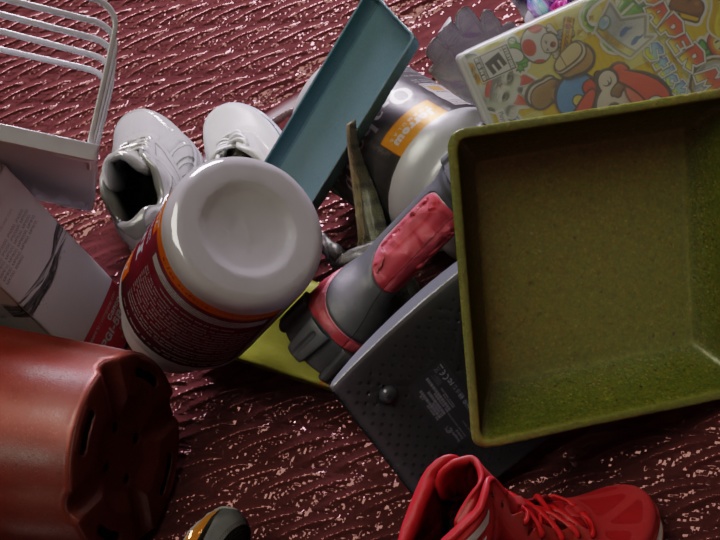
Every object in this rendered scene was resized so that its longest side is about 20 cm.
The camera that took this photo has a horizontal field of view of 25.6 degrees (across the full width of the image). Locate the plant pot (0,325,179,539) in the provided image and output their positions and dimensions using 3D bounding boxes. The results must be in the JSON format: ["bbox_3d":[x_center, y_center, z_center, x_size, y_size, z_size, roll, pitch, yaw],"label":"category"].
[{"bbox_3d":[-0.252,0.126,1.171,0.195,0.201,0.201,3,57,23],"label":"plant pot"}]

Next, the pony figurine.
[{"bbox_3d":[0.147,-0.179,1.164,0.166,0.193,0.200,-32,40,19],"label":"pony figurine"}]

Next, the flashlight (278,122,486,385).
[{"bbox_3d":[0.032,-0.009,1.072,0.200,0.068,0.068,-45,70,21],"label":"flashlight"}]

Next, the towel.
[{"bbox_3d":[-0.025,0.051,1.204,0.200,0.018,0.086,14,60,39],"label":"towel"}]

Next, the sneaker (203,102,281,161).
[{"bbox_3d":[-0.093,-0.087,1.314,0.073,0.071,0.200,-33,45,4],"label":"sneaker"}]

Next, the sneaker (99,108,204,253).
[{"bbox_3d":[-0.182,-0.083,1.346,0.078,0.099,0.200,-29,45,8],"label":"sneaker"}]

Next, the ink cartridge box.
[{"bbox_3d":[-0.295,0.004,1.275,0.147,0.200,0.083,4,57,33],"label":"ink cartridge box"}]

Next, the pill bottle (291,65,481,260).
[{"bbox_3d":[0.045,-0.084,1.196,0.116,0.116,0.200,-46,45,-9],"label":"pill bottle"}]

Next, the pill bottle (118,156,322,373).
[{"bbox_3d":[-0.110,0.006,1.140,0.200,0.113,0.113,-44,21,60],"label":"pill bottle"}]

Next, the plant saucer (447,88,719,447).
[{"bbox_3d":[0.147,-0.007,0.990,0.200,0.200,0.048,-10,16,-15],"label":"plant saucer"}]

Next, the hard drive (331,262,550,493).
[{"bbox_3d":[0.087,0.053,1.044,0.200,0.135,0.042,-39,22,-5],"label":"hard drive"}]

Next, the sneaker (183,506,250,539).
[{"bbox_3d":[-0.089,0.251,1.048,0.077,0.078,0.200,-3,56,13],"label":"sneaker"}]

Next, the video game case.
[{"bbox_3d":[0.186,-0.091,1.075,0.182,0.200,0.023,-23,7,11],"label":"video game case"}]

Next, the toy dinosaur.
[{"bbox_3d":[0.000,0.000,1.149,0.088,0.047,0.200,-23,83,31],"label":"toy dinosaur"}]

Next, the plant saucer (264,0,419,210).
[{"bbox_3d":[-0.023,-0.107,1.174,0.200,0.019,0.070,-58,47,24],"label":"plant saucer"}]

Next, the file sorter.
[{"bbox_3d":[-0.263,-0.135,1.232,0.139,0.200,0.125,12,79,-8],"label":"file sorter"}]

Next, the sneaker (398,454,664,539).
[{"bbox_3d":[0.102,0.149,0.920,0.200,0.116,0.078,-28,33,-35],"label":"sneaker"}]
